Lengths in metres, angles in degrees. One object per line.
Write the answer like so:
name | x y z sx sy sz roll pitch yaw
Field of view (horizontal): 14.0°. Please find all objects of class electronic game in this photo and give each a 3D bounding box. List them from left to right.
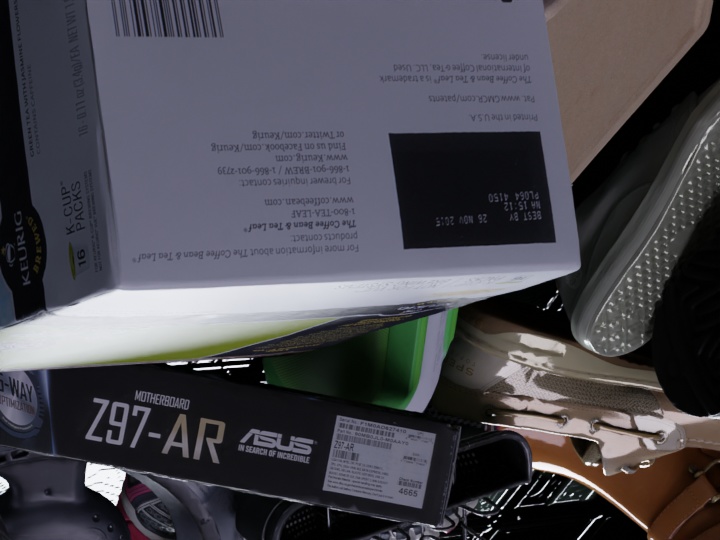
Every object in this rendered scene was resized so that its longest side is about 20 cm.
electronic game | -0.148 0.132 1.386 0.200 0.042 0.200 -5 128 -7

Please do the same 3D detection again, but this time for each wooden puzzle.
wooden puzzle | 0.096 -0.103 1.205 0.185 0.037 0.200 -47 163 -28

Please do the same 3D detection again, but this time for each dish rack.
dish rack | 0.010 0.177 1.419 0.153 0.055 0.200 -15 114 -32

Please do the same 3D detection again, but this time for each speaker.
speaker | 0.000 0.000 1.301 0.088 0.088 0.200 -18 149 -15

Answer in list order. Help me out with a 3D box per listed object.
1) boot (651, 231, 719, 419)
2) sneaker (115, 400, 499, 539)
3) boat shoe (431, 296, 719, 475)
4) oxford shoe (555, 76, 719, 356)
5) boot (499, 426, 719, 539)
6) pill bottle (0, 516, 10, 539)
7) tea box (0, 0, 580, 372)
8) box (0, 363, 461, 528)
boot | 0.254 0.008 1.368 0.158 0.079 0.211 11 140 -42
sneaker | -0.019 0.098 1.447 0.200 0.081 0.075 -11 144 -23
boat shoe | 0.127 0.067 1.474 0.200 0.071 0.065 18 100 -22
oxford shoe | 0.155 -0.051 1.381 0.075 0.058 0.200 20 112 -44
boot | 0.151 0.117 1.532 0.200 0.155 0.077 -8 150 -29
pill bottle | -0.203 0.117 1.210 0.113 0.200 0.113 -20 150 -12
tea box | -0.062 -0.041 1.069 0.200 0.134 0.197 -2 170 -37
box | -0.064 0.065 1.230 0.200 0.044 0.160 11 178 -2
